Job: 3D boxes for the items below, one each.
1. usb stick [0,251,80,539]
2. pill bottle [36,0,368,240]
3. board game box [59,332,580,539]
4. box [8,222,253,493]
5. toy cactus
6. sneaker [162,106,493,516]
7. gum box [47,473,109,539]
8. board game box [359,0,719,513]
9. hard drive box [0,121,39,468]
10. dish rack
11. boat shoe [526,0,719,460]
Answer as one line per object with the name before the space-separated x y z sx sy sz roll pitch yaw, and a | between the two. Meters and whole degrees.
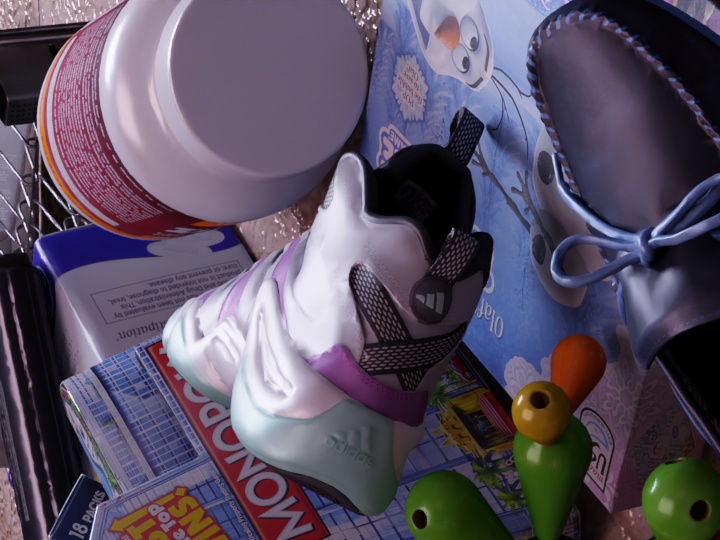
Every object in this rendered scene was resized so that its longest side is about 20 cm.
usb stick | -0.158 0.092 1.049 0.055 0.032 0.202 162 96 -70
pill bottle | -0.070 -0.074 0.932 0.200 0.112 0.114 173 86 -70
board game box | -0.045 0.088 0.869 0.200 0.199 0.062 53 160 38
box | -0.093 0.103 1.077 0.200 0.104 0.185 55 145 37
toy cactus | 0.082 0.114 0.724 0.200 0.165 0.103 -42 18 43
sneaker | 0.000 0.000 0.779 0.141 0.077 0.200 -60 22 1
gum box | -0.061 0.197 0.972 0.045 0.199 0.171 -67 0 -46
board game box | 0.071 -0.053 0.768 0.200 0.043 0.200 49 142 43
hard drive box | -0.233 -0.003 1.253 0.200 0.076 0.157 -97 10 -61
dish rack | -0.166 -0.029 1.102 0.055 0.152 0.201 55 143 43
boat shoe | 0.113 0.003 0.631 0.200 0.068 0.084 53 135 7
